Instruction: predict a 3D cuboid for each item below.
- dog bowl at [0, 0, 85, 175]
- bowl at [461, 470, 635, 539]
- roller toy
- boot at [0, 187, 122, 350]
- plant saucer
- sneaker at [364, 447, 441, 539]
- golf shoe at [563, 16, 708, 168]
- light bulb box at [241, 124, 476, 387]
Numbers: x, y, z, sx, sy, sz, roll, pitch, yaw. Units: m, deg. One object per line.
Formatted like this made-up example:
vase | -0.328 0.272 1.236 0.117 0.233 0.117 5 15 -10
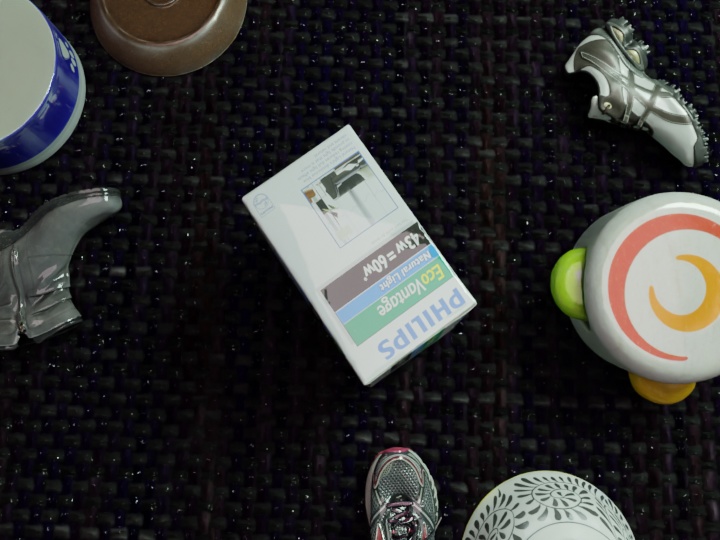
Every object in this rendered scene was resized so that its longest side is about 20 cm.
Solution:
dog bowl | -0.430 -0.219 0.766 0.196 0.079 0.205 0 80 0
bowl | 0.202 0.310 0.663 0.196 0.094 0.205 0 79 0
roller toy | 0.313 0.020 0.694 0.200 0.140 0.183 45 93 5
boot | -0.334 0.001 0.739 0.197 0.070 0.134 -26 83 6
plant saucer | -0.239 -0.340 0.813 0.196 0.035 0.205 0 80 -1
sneaker | 0.048 0.285 0.676 0.079 0.075 0.204 -5 79 -1
golf shoe | 0.319 -0.190 0.775 0.094 0.078 0.202 -36 79 11
light bulb box | 0.000 0.000 0.666 0.124 0.198 0.202 -34 80 -4
